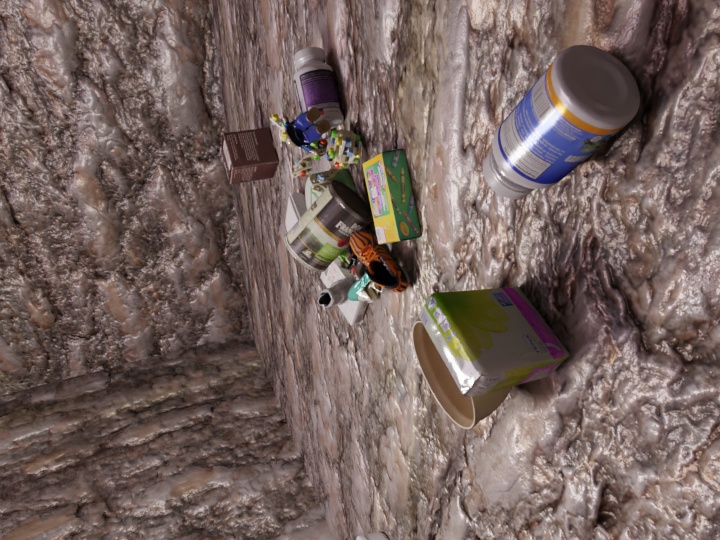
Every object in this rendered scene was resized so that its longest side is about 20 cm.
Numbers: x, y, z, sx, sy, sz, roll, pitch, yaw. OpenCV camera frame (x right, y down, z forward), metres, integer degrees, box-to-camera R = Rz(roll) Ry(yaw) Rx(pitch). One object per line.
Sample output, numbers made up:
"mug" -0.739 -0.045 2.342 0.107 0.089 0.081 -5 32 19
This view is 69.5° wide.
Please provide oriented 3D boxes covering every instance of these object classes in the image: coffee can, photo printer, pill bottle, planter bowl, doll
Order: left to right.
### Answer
"photo printer" -0.228 -0.166 1.942 0.200 0.069 0.167 112 140 -56
"doll" -0.151 -0.362 1.376 0.136 0.048 0.200 48 157 -20
"pill bottle" -0.119 -0.490 1.409 0.111 0.111 0.200 173 85 -69
"coffee can" -0.083 -0.114 1.361 0.200 0.146 0.146 -45 50 21
"planter bowl" 0.198 0.157 0.914 0.200 0.135 0.200 158 90 -76
"pill bottle" 0.240 -0.174 0.663 0.200 0.112 0.112 125 129 -64

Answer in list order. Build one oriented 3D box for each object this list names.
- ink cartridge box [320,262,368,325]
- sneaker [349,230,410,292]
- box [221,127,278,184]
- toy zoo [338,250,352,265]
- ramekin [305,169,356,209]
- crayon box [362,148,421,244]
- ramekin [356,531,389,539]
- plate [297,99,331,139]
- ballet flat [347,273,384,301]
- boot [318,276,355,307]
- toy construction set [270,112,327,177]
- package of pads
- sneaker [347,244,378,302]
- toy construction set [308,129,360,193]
"ink cartridge box" -0.049 0.048 1.595 0.200 0.050 0.161 57 153 25
"sneaker" 0.034 -0.031 1.235 0.200 0.078 0.112 44 -169 22
"box" -0.474 -0.486 2.209 0.164 0.200 0.166 136 119 -67
"toy zoo" -0.100 -0.079 1.519 0.200 0.020 0.131 35 174 16
"ramekin" -0.089 -0.198 1.522 0.200 0.098 0.200 167 90 -69
"crayon box" 0.069 -0.164 1.188 0.119 0.058 0.200 178 80 -69
"ramekin" 0.065 1.040 1.859 0.202 0.094 0.203 167 90 -69
"plate" -0.136 -0.475 1.577 0.200 0.032 0.200 162 94 -70
"ballet flat" 0.029 0.038 1.351 0.200 0.067 0.070 -54 53 40
"boot" -0.086 0.073 1.522 0.074 0.095 0.200 63 155 7
"toy construction set" -0.173 -0.371 1.504 0.092 0.131 0.200 137 116 -66
"package of pads" 0.205 0.104 0.793 0.155 0.200 0.068 62 140 33
"sneaker" 0.000 0.000 1.430 0.077 0.082 0.200 -141 42 -58
"toy construction set" -0.061 -0.291 1.368 0.200 0.092 0.131 -44 40 45
